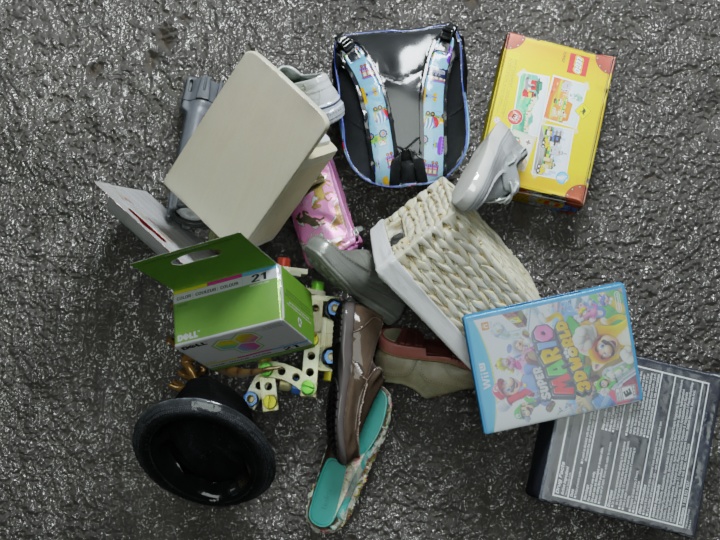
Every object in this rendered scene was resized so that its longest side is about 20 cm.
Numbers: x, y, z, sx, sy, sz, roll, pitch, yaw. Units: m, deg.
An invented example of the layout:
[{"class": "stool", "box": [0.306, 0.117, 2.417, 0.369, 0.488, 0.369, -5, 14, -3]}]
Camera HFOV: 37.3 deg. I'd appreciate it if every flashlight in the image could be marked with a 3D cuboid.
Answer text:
[{"class": "flashlight", "box": [-0.207, -0.155, 1.395, 0.067, 0.068, 0.203, -1, 62, 16]}]

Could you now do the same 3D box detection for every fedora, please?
[{"class": "fedora", "box": [-0.190, 0.205, 1.342, 0.196, 0.203, 0.092, 6, 41, 1]}]

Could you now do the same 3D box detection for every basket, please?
[{"class": "basket", "box": [0.120, 0.002, 1.322, 0.123, 0.136, 0.200, -40, 111, 14]}]

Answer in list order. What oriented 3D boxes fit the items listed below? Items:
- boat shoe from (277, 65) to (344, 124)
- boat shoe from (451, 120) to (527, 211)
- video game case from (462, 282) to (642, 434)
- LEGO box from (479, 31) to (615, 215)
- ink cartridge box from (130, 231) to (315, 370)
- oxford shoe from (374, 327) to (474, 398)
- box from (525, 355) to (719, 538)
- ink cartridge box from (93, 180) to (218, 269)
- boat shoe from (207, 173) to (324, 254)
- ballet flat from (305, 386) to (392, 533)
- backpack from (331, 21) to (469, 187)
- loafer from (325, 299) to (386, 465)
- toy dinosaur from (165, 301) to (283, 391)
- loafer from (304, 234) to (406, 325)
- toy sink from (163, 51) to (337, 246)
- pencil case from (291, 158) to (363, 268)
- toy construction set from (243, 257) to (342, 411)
[{"class": "boat shoe", "box": [-0.092, -0.232, 1.371, 0.073, 0.198, 0.068, -35, 120, -34]}, {"class": "boat shoe", "box": [0.162, -0.114, 1.283, 0.068, 0.200, 0.072, 36, 116, -2]}, {"class": "video game case", "box": [0.230, 0.105, 1.275, 0.196, 0.018, 0.146, -12, 97, -1]}, {"class": "LEGO box", "box": [0.240, -0.194, 1.413, 0.146, 0.077, 0.204, 14, 84, 2]}, {"class": "ink cartridge box", "box": [-0.157, 0.041, 1.242, 0.145, 0.200, 0.077, -14, 66, 16]}, {"class": "oxford shoe", "box": [0.113, 0.133, 1.397, 0.196, 0.071, 0.076, 15, 111, 0]}, {"class": "box", "box": [0.328, 0.209, 1.347, 0.195, 0.123, 0.204, 14, 82, 1]}, {"class": "ink cartridge box", "box": [-0.256, -0.039, 1.338, 0.160, 0.200, 0.050, 41, 97, 4]}, {"class": "boat shoe", "box": [-0.123, -0.076, 1.369, 0.200, 0.073, 0.064, -43, 72, 26]}, {"class": "ballet flat", "box": [-0.014, 0.243, 1.377, 0.075, 0.064, 0.203, 25, 84, 21]}, {"class": "backpack", "box": [0.055, -0.203, 1.386, 0.179, 0.135, 0.204, -6, 83, -1]}, {"class": "loafer", "box": [-0.001, 0.140, 1.326, 0.070, 0.073, 0.204, 5, 87, -12]}, {"class": "toy dinosaur", "box": [-0.201, 0.107, 1.365, 0.199, 0.060, 0.107, 40, 113, 28]}, {"class": "loafer", "box": [0.000, 0.000, 1.349, 0.070, 0.200, 0.070, 31, 85, 39]}, {"class": "toy sink", "box": [-0.115, -0.144, 1.258, 0.130, 0.112, 0.201, 41, 114, 9]}, {"class": "pencil case", "box": [-0.058, -0.106, 1.404, 0.085, 0.083, 0.204, -18, 83, -4]}, {"class": "toy construction set", "box": [-0.085, 0.085, 1.386, 0.128, 0.092, 0.204, 4, 95, 1]}]
